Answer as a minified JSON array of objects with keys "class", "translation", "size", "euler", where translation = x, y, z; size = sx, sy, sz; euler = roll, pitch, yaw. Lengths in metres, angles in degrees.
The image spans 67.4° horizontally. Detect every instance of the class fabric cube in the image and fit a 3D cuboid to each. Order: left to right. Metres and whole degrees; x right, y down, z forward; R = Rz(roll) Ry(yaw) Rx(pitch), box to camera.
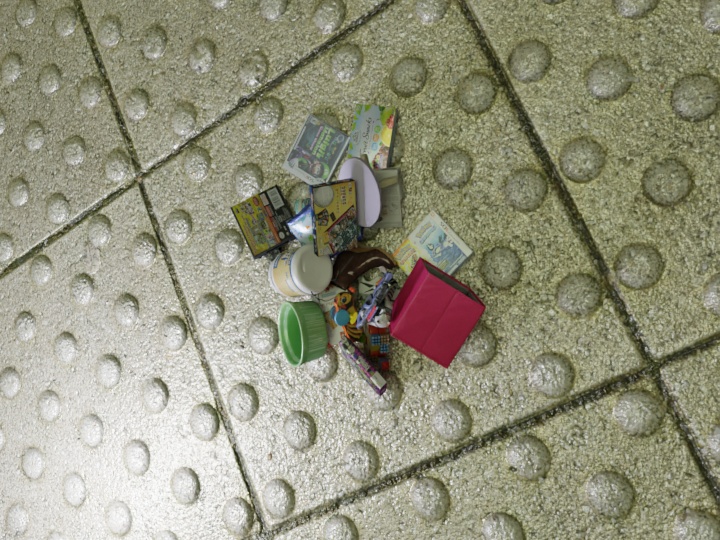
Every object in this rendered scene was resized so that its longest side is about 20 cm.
[{"class":"fabric cube","translation":[0.207,0.115,1.531],"size":[0.196,0.197,0.203],"euler":[29,100,-8]}]

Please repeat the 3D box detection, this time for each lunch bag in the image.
[{"class":"lunch bag","translation":[-0.109,-0.135,1.689],"size":[0.197,0.128,0.172],"euler":[-33,105,14]}]

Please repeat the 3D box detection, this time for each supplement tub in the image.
[{"class":"supplement tub","translation":[-0.190,0.004,1.668],"size":[0.197,0.141,0.150],"euler":[-11,83,53]}]

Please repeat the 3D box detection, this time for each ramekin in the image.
[{"class":"ramekin","translation":[-0.180,0.192,1.696],"size":[0.198,0.095,0.207],"euler":[22,115,57]}]

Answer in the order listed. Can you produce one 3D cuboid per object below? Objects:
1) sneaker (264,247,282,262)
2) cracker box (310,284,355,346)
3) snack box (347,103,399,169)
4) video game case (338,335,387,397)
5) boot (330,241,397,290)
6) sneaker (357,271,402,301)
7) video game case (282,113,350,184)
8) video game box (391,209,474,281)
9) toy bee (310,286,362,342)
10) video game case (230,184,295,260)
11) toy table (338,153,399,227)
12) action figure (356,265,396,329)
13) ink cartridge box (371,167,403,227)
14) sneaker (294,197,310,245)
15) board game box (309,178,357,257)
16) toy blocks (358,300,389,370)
[{"class":"sneaker","translation":[-0.336,-0.091,1.827],"size":[0.195,0.060,0.107],"euler":[22,89,15]},{"class":"cracker box","translation":[-0.082,0.134,1.733],"size":[0.130,0.057,0.207],"euler":[-14,84,17]},{"class":"snack box","translation":[0.038,-0.416,1.721],"size":[0.138,0.053,0.207],"euler":[10,92,20]},{"class":"video game case","translation":[0.009,0.291,1.623],"size":[0.036,0.201,0.181],"euler":[-41,75,-12]},{"class":"boot","translation":[0.000,0.000,1.675],"size":[0.196,0.073,0.168],"euler":[22,65,30]},{"class":"sneaker","translation":[0.083,0.051,1.673],"size":[0.193,0.074,0.092],"euler":[3,90,18]},{"class":"video game case","translation":[-0.147,-0.392,1.798],"size":[0.179,0.023,0.204],"euler":[32,97,17]},{"class":"video game box","translation":[0.218,-0.049,1.650],"size":[0.201,0.047,0.183],"euler":[-47,73,11]},{"class":"toy bee","translation":[-0.042,0.111,1.596],"size":[0.108,0.201,0.131],"euler":[-41,44,-7]},{"class":"video game case","translation":[-0.315,-0.164,1.798],"size":[0.177,0.026,0.204],"euler":[-27,74,-9]},{"class":"toy table","translation":[0.017,-0.247,1.616],"size":[0.178,0.117,0.207],"euler":[4,115,21]},{"class":"action figure","translation":[0.069,0.078,1.529],"size":[0.102,0.196,0.202],"euler":[23,125,-15]},{"class":"ink cartridge box","translation":[0.041,-0.228,1.708],"size":[0.194,0.045,0.182],"euler":[1,114,23]},{"class":"sneaker","translation":[-0.157,-0.143,1.763],"size":[0.084,0.077,0.207],"euler":[-15,83,13]},{"class":"board game box","translation":[-0.076,-0.153,1.561],"size":[0.035,0.132,0.207],"euler":[38,135,56]},{"class":"toy blocks","translation":[0.047,0.204,1.619],"size":[0.096,0.137,0.208],"euler":[-4,101,-12]}]
